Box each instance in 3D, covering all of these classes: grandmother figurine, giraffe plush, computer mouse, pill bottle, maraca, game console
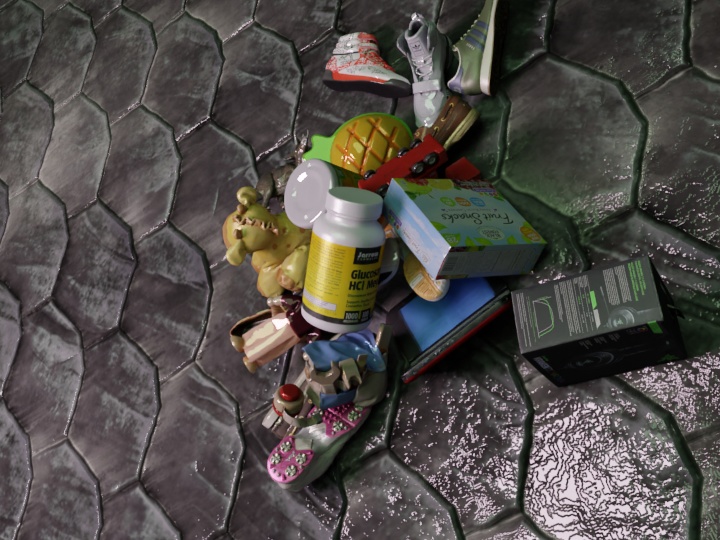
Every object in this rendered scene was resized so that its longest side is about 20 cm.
[{"bbox_3d":[-0.109,0.092,1.427,0.199,0.061,0.122,-34,98,8],"label":"grandmother figurine"},{"bbox_3d":[-0.166,-0.056,1.492,0.200,0.161,0.174,-38,54,39],"label":"giraffe plush"},{"bbox_3d":[0.000,0.000,1.415,0.200,0.043,0.111,-40,47,54],"label":"computer mouse"},{"bbox_3d":[-0.020,-0.105,1.423,0.110,0.199,0.112,-11,73,39],"label":"pill bottle"},{"bbox_3d":[-0.002,-0.199,1.507,0.198,0.107,0.139,-14,82,8],"label":"maraca"},{"bbox_3d":[-0.023,-0.017,1.305,0.112,0.112,0.202,25,116,36],"label":"pill bottle"},{"bbox_3d":[0.126,0.061,1.328,0.199,0.172,0.119,-39,81,12],"label":"game console"}]

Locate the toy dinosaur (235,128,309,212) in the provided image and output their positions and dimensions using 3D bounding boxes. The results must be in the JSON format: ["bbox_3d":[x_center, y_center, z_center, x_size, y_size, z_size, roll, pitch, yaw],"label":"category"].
[{"bbox_3d":[-0.149,-0.162,1.627,0.199,0.077,0.103,-38,43,18],"label":"toy dinosaur"}]

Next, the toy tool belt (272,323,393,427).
[{"bbox_3d":[-0.040,0.146,1.331,0.125,0.198,0.124,49,141,38],"label":"toy tool belt"}]

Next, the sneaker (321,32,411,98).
[{"bbox_3d":[0.022,-0.386,1.609,0.200,0.067,0.109,15,80,38],"label":"sneaker"}]

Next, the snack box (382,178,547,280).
[{"bbox_3d":[0.154,-0.066,1.307,0.169,0.198,0.068,54,134,38],"label":"snack box"}]

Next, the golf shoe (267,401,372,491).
[{"bbox_3d":[-0.060,0.271,1.379,0.199,0.092,0.075,-38,54,-16],"label":"golf shoe"}]

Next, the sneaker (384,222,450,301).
[{"bbox_3d":[0.108,-0.014,1.368,0.075,0.088,0.201,-40,38,13],"label":"sneaker"}]

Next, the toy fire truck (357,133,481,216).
[{"bbox_3d":[0.096,-0.140,1.387,0.199,0.142,0.049,-35,54,-9],"label":"toy fire truck"}]

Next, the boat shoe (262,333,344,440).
[{"bbox_3d":[-0.078,0.191,1.428,0.059,0.072,0.200,40,78,-3],"label":"boat shoe"}]

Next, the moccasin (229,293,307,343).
[{"bbox_3d":[-0.135,0.086,1.496,0.199,0.078,0.074,-14,63,26],"label":"moccasin"}]

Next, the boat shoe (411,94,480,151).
[{"bbox_3d":[0.115,-0.209,1.460,0.067,0.072,0.200,41,87,2],"label":"boat shoe"}]

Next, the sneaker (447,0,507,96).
[{"bbox_3d":[0.198,-0.396,1.504,0.089,0.067,0.203,2,74,26],"label":"sneaker"}]

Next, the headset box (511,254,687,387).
[{"bbox_3d":[0.328,0.072,1.160,0.198,0.174,0.094,-17,61,23],"label":"headset box"}]

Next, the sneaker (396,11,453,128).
[{"bbox_3d":[0.109,-0.346,1.509,0.074,0.115,0.202,-5,67,30],"label":"sneaker"}]
